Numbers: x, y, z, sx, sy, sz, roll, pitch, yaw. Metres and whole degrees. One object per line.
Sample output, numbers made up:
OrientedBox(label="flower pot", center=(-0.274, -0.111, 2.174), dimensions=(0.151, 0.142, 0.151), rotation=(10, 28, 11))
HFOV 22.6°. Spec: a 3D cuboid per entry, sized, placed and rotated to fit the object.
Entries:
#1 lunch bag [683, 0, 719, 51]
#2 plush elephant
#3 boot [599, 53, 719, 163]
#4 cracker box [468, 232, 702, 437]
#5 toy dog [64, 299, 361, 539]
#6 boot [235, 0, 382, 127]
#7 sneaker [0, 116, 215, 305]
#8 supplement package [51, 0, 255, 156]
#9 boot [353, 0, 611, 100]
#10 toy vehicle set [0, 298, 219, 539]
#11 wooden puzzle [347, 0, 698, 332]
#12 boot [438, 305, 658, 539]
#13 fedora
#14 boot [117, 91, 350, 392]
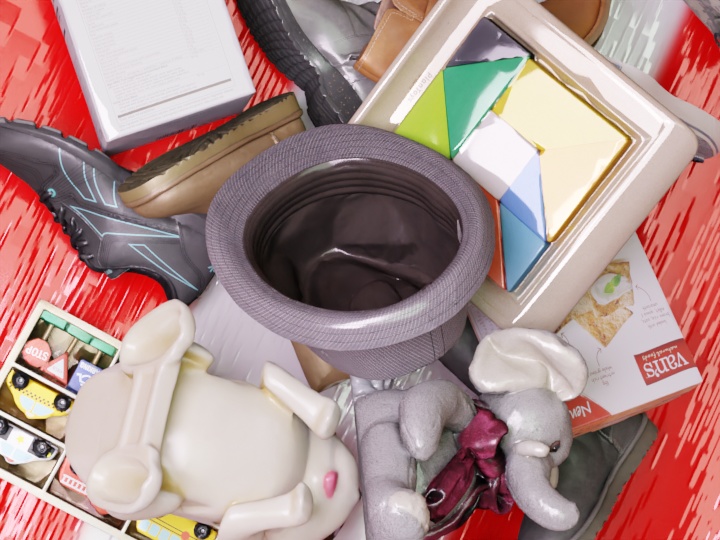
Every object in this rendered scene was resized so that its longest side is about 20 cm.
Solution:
OrientedBox(label="lunch bag", center=(0.308, -0.279, 1.344), dimensions=(0.200, 0.139, 0.168), rotation=(-41, 110, -8))
OrientedBox(label="plush elephant", center=(0.076, 0.126, 1.177), dimensions=(0.153, 0.166, 0.201), rotation=(-5, 45, -2))
OrientedBox(label="boot", center=(0.197, -0.088, 1.304), dimensions=(0.072, 0.199, 0.091), rotation=(22, 92, 37))
OrientedBox(label="cracker box", center=(0.145, 0.015, 1.296), dimensions=(0.133, 0.058, 0.201), rotation=(-16, 77, -32))
OrientedBox(label="toy dog", center=(-0.090, 0.135, 1.218), dimensions=(0.199, 0.193, 0.141), rotation=(24, 58, -30))
OrientedBox(label="boot", center=(-0.004, -0.185, 1.330), dimensions=(0.130, 0.068, 0.201), rotation=(-33, 93, -21))
OrientedBox(label="sneaker", center=(-0.187, -0.043, 1.278), dimensions=(0.199, 0.075, 0.080), rotation=(27, 86, -7))
OrientedBox(label="supplement package", center=(-0.160, -0.197, 1.271), dimensions=(0.113, 0.110, 0.202), rotation=(-18, 91, -9))
OrientedBox(label="boot", center=(0.089, -0.176, 1.306), dimensions=(0.154, 0.077, 0.201), rotation=(28, 63, -5))
OrientedBox(label="toy vehicle set", center=(-0.172, 0.122, 1.295), dimensions=(0.199, 0.027, 0.125), rotation=(28, 83, -7))
OrientedBox(label="wooden puzzle", center=(0.097, -0.077, 1.212), dimensions=(0.200, 0.037, 0.185), rotation=(40, 104, 9))
OrientedBox(label="boot", center=(0.107, 0.099, 1.306), dimensions=(0.200, 0.072, 0.182), rotation=(47, 52, -11))
OrientedBox(label="fedora", center=(0.000, 0.000, 1.180), dimensions=(0.177, 0.091, 0.199), rotation=(-40, 49, -24))
OrientedBox(label="boot", center=(-0.061, -0.006, 1.258), dimensions=(0.175, 0.066, 0.201), rotation=(-32, 104, -38))
